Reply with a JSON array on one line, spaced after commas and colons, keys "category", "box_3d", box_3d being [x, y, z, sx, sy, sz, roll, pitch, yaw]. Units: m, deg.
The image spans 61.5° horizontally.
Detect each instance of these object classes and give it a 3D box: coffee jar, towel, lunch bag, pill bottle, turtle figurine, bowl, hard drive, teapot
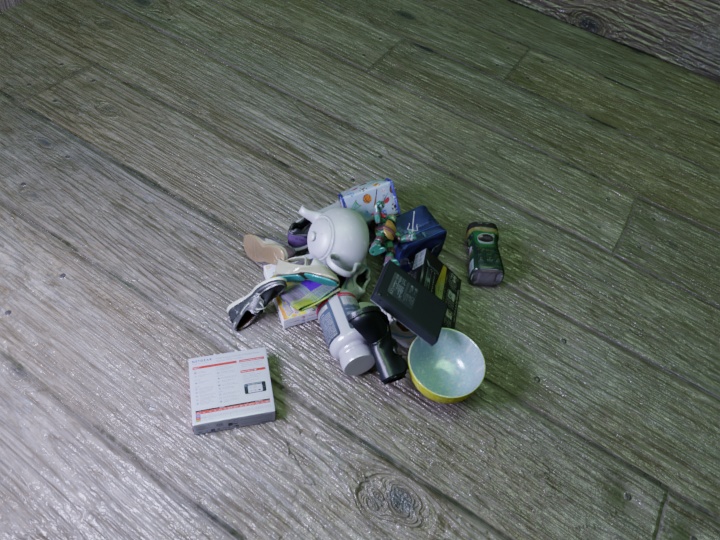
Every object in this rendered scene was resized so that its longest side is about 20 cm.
[{"category": "coffee jar", "box_3d": [0.373, -0.055, 1.825, 0.101, 0.086, 0.204, 4, 51, 0]}, {"category": "towel", "box_3d": [-0.154, 0.035, 1.618, 0.141, 0.023, 0.199, -28, 36, -20]}, {"category": "lunch bag", "box_3d": [0.022, -0.205, 1.824, 0.166, 0.127, 0.200, -16, 16, -3]}, {"category": "pill bottle", "box_3d": [-0.036, 0.163, 1.570, 0.116, 0.121, 0.203, -12, 53, -17]}, {"category": "turtle figurine", "box_3d": [0.083, -0.108, 1.672, 0.147, 0.101, 0.203, 27, 50, -15]}, {"category": "bowl", "box_3d": [0.209, 0.259, 1.530, 0.194, 0.109, 0.204, 4, 49, -4]}, {"category": "lunch bag", "box_3d": [0.152, -0.082, 1.785, 0.197, 0.138, 0.133, -25, 56, -23]}, {"category": "hard drive", "box_3d": [0.127, 0.080, 1.526, 0.198, 0.033, 0.141, 37, 42, -8]}, {"category": "teapot", "box_3d": [-0.078, -0.080, 1.652, 0.144, 0.197, 0.204, 7, 84, -41]}]

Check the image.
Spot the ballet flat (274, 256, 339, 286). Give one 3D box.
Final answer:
[{"category": "ballet flat", "box_3d": [-0.137, -0.003, 1.577, 0.195, 0.071, 0.070, 5, 46, 25]}]

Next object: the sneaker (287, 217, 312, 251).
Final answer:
[{"category": "sneaker", "box_3d": [-0.126, -0.131, 1.792, 0.197, 0.089, 0.076, -28, 57, -27]}]

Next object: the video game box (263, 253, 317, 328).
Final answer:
[{"category": "video game box", "box_3d": [-0.161, 0.049, 1.696, 0.178, 0.047, 0.203, -17, 54, -16]}]

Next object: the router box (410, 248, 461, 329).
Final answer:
[{"category": "router box", "box_3d": [0.202, 0.065, 1.674, 0.156, 0.052, 0.203, 39, 45, -23]}]

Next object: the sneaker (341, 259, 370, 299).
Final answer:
[{"category": "sneaker", "box_3d": [0.000, 0.000, 1.719, 0.074, 0.086, 0.204, 27, 48, -28]}]

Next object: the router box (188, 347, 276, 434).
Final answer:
[{"category": "router box", "box_3d": [-0.314, 0.290, 1.475, 0.194, 0.049, 0.183, -6, 52, -13]}]

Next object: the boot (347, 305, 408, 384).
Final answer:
[{"category": "boot", "box_3d": [0.048, 0.183, 1.460, 0.075, 0.200, 0.172, -25, 69, 13]}]

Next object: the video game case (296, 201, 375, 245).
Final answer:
[{"category": "video game case", "box_3d": [-0.073, -0.119, 1.861, 0.179, 0.023, 0.201, -27, 59, -26]}]

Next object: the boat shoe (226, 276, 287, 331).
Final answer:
[{"category": "boat shoe", "box_3d": [-0.265, 0.087, 1.585, 0.198, 0.071, 0.069, -34, 56, 19]}]

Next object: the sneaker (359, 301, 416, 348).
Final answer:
[{"category": "sneaker", "box_3d": [0.074, 0.130, 1.637, 0.196, 0.082, 0.077, 24, 53, 14]}]

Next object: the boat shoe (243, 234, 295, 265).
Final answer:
[{"category": "boat shoe", "box_3d": [-0.263, -0.061, 1.741, 0.197, 0.074, 0.064, 16, 19, 42]}]
